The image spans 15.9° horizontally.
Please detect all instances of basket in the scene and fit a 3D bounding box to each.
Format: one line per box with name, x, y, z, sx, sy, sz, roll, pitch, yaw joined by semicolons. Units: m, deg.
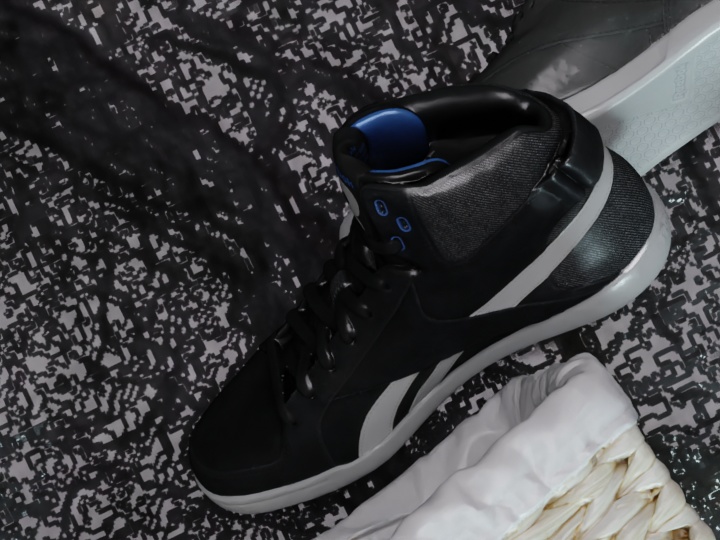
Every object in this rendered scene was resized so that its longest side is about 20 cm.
basket;0.042;0.151;0.871;0.198;0.200;0.161;-40;88;-4

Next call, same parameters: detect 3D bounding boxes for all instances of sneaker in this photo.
sneaker;0.069;-0.080;0.964;0.200;0.071;0.099;-33;55;16
sneaker;0.000;0.000;0.908;0.200;0.112;0.073;-33;43;13
